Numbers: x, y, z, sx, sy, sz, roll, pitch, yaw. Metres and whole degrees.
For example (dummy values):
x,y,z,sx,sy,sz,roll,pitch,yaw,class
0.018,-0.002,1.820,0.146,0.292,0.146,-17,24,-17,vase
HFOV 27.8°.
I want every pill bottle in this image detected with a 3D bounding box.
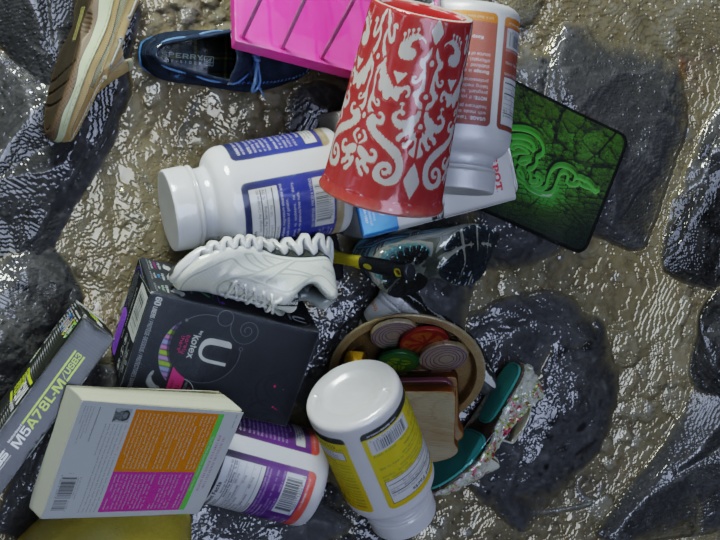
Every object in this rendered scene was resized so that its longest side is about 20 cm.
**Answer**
x,y,z,sx,sy,sz,roll,pitch,yaw,class
0.020,0.207,1.631,0.111,0.111,0.201,-31,126,-14,pill bottle
-0.118,-0.084,1.608,0.198,0.120,0.121,-11,101,-18,pill bottle
-0.144,0.213,1.641,0.198,0.111,0.113,18,91,-21,pill bottle
0.113,-0.187,1.595,0.111,0.112,0.203,6,87,-20,pill bottle

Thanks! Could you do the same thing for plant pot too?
x,y,z,sx,sy,sz,roll,pitch,yaw,class
-0.264,0.304,1.585,0.200,0.199,0.143,44,57,-19,plant pot

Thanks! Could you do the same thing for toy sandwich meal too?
x,y,z,sx,sy,sz,roll,pitch,yaw,class
0.054,0.138,1.685,0.203,0.071,0.207,0,130,0,toy sandwich meal

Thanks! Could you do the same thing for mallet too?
x,y,z,sx,sy,sz,roll,pitch,yaw,class
0.000,0.000,1.623,0.041,0.199,0.067,-19,114,-29,mallet

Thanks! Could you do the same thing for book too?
x,y,z,sx,sy,sz,roll,pitch,yaw,class
-0.228,0.189,1.486,0.199,0.048,0.135,8,108,-45,book

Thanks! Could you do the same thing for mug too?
x,y,z,sx,sy,sz,roll,pitch,yaw,class
0.027,-0.178,1.505,0.133,0.177,0.202,-6,116,-45,mug

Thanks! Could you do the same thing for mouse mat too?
x,y,z,sx,sy,sz,roll,pitch,yaw,class
0.225,-0.128,1.787,0.198,0.008,0.162,22,89,-20,mouse mat

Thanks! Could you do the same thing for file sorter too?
x,y,z,sx,sy,sz,roll,pitch,yaw,class
-0.028,-0.308,1.577,0.198,0.126,0.140,12,50,-21,file sorter

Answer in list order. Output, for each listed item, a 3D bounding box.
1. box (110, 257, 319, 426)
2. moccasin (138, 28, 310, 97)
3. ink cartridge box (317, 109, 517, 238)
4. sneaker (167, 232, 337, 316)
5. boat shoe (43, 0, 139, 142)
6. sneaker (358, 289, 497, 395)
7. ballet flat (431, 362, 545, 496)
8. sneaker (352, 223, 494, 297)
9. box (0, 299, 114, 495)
x,y,z,sx,sy,sz,roll,pitch,yaw,class
-0.162,0.079,1.608,0.198,0.106,0.123,14,108,-21,box
-0.143,-0.228,1.607,0.198,0.068,0.081,-8,99,-19,moccasin
0.067,-0.132,1.685,0.198,0.084,0.148,-14,97,-18,ink cartridge box
-0.109,0.008,1.563,0.198,0.075,0.082,-4,69,-30,sneaker
-0.279,-0.227,1.563,0.076,0.071,0.202,19,90,-32,boat shoe
0.080,0.092,1.739,0.199,0.074,0.080,38,105,-19,sneaker
0.159,0.204,1.772,0.064,0.076,0.201,40,85,-27,ballet flat
0.075,-0.027,1.709,0.199,0.086,0.078,-8,117,-42,sneaker
-0.334,0.127,1.514,0.047,0.200,0.194,39,84,-13,box
